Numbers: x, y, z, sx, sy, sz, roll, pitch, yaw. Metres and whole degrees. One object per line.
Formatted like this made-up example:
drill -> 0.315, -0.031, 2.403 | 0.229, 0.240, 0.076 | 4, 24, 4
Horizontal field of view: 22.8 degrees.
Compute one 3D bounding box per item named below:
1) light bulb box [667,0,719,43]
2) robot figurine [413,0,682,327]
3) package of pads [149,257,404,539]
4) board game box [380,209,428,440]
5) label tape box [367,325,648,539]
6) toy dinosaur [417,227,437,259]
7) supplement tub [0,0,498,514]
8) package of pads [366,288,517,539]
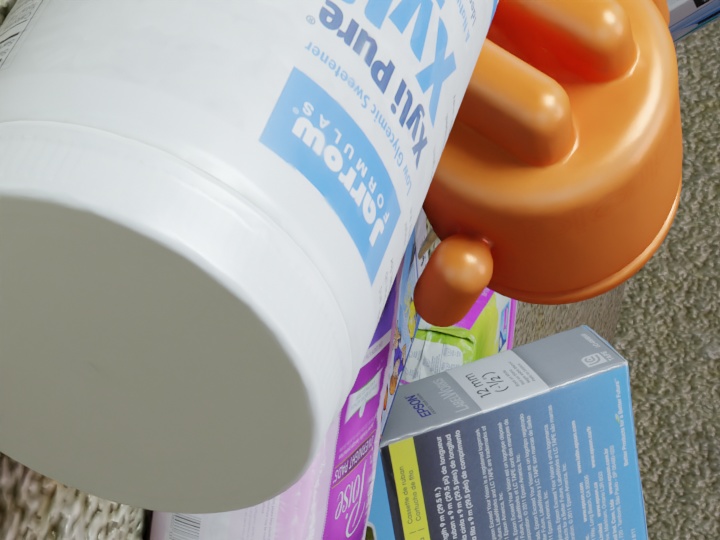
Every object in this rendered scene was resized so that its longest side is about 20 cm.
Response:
light bulb box -> 0.151, -0.190, 1.003 | 0.126, 0.197, 0.200 | 62, 14, 5
robot figurine -> 0.073, -0.054, 0.729 | 0.200, 0.115, 0.146 | 59, 28, -68
package of pads -> -0.032, 0.041, 0.747 | 0.120, 0.075, 0.202 | -27, 128, -70
board game box -> 0.000, 0.000, 0.932 | 0.201, 0.034, 0.136 | 83, 22, -53
label tape box -> 0.066, 0.133, 1.056 | 0.066, 0.198, 0.145 | -130, -153, -61
toy dinosaur -> 0.079, -0.078, 0.902 | 0.200, 0.105, 0.061 | 89, -7, -66
supplement tub -> -0.040, -0.048, 0.516 | 0.133, 0.130, 0.201 | 86, 19, -49
package of pads -> 0.050, 0.102, 1.157 | 0.155, 0.067, 0.202 | -49, 148, -65
